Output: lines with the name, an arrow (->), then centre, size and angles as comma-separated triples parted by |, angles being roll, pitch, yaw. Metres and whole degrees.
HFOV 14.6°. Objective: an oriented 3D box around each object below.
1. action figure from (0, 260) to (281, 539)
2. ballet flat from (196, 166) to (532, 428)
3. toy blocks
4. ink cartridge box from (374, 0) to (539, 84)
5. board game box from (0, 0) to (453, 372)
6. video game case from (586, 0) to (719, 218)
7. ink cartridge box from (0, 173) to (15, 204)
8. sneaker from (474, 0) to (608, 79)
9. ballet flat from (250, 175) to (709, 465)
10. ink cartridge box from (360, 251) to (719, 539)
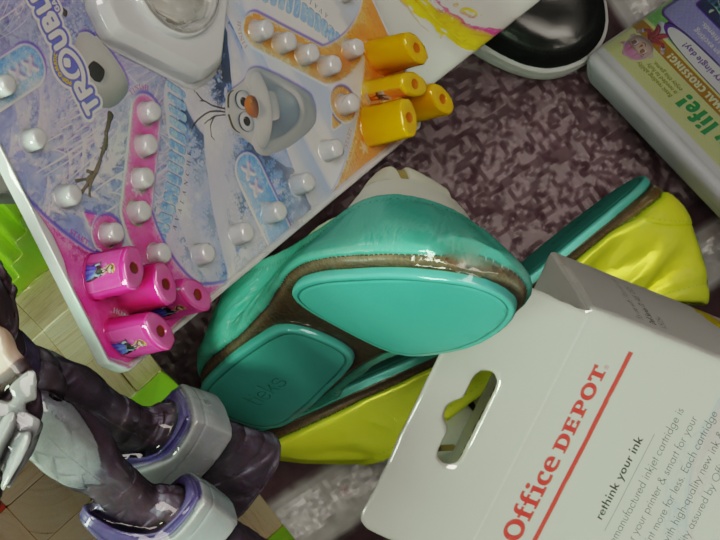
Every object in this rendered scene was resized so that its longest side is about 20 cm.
action figure -> -0.109, 0.043, 0.926 | 0.069, 0.130, 0.200 | -40, 121, 13
ballet flat -> 0.000, 0.000, 1.008 | 0.067, 0.200, 0.070 | 26, 63, -20
toy blocks -> -0.125, 0.085, 1.048 | 0.137, 0.200, 0.100 | -41, 41, -8
ink cartridge box -> 0.007, -0.134, 1.064 | 0.200, 0.067, 0.116 | -38, 114, 25
board game box -> -0.062, -0.099, 0.935 | 0.200, 0.026, 0.200 | -41, 112, -47
video game case -> 0.222, -0.065, 1.119 | 0.182, 0.022, 0.200 | -35, 63, -12
ink cartridge box -> -0.099, -0.126, 0.988 | 0.068, 0.115, 0.200 | -7, 87, 31
sneaker -> 0.034, -0.170, 1.116 | 0.073, 0.112, 0.200 | -33, 85, -8
ballet flat -> 0.053, 0.038, 1.111 | 0.200, 0.067, 0.067 | -32, 98, -9
ink cartridge box -> 0.105, 0.071, 1.063 | 0.200, 0.067, 0.117 | 22, 105, -16
